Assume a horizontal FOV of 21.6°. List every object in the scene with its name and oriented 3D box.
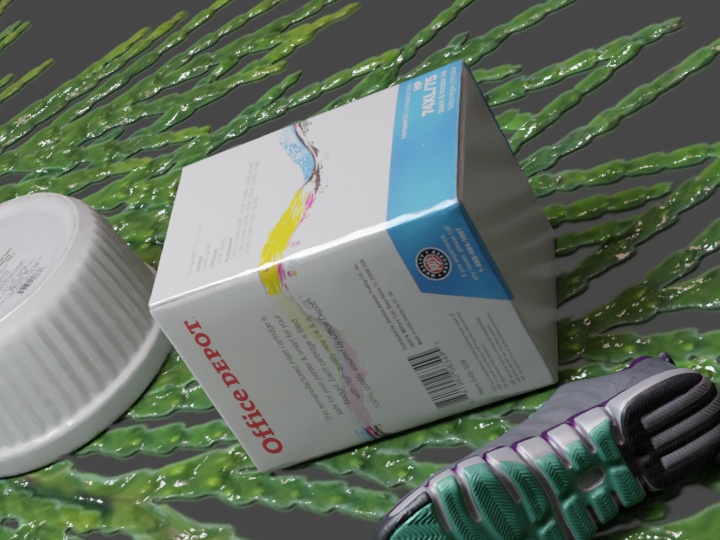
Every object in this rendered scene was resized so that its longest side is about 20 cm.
[{"bbox_3d":[0.000,0.000,1.132,0.198,0.147,0.147,-19,35,19],"label":"ink cartridge box"},{"bbox_3d":[-0.238,0.036,1.323,0.199,0.105,0.201,-22,33,15],"label":"ramekin"},{"bbox_3d":[0.095,0.108,0.999,0.199,0.075,0.088,-25,16,-2],"label":"sneaker"}]
